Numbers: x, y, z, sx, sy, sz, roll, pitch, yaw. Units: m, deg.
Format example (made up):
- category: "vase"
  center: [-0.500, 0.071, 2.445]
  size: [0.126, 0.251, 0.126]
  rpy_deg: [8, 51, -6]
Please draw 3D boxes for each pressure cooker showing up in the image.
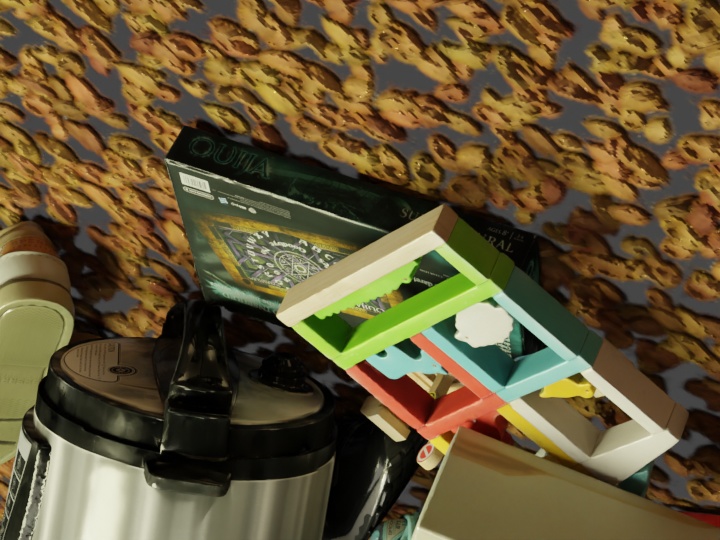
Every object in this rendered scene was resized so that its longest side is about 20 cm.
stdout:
- category: "pressure cooker"
  center: [-0.102, 0.117, 1.526]
  size: [0.176, 0.178, 0.200]
  rpy_deg: [22, 109, 39]

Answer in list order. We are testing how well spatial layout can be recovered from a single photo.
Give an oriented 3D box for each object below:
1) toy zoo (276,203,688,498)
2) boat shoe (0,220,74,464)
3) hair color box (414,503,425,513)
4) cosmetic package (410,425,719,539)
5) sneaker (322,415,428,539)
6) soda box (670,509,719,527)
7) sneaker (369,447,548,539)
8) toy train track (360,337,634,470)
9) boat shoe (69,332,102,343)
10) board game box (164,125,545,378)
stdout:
- category: "toy zoo"
  center: [0.071, 0.056, 1.358]
  size: [0.200, 0.020, 0.131]
  rpy_deg: [40, 141, -19]
- category: "boat shoe"
  center: [-0.219, 0.050, 1.630]
  size: [0.075, 0.069, 0.200]
  rpy_deg: [12, 139, -26]
- category: "hair color box"
  center: [0.062, 0.194, 1.653]
  size: [0.100, 0.061, 0.200]
  rpy_deg: [31, 152, -3]
- category: "cosmetic package"
  center: [0.121, 0.166, 1.386]
  size: [0.200, 0.071, 0.105]
  rpy_deg: [23, 142, 3]
- category: "sneaker"
  center: [-0.022, 0.120, 1.602]
  size: [0.087, 0.076, 0.200]
  rpy_deg: [35, 152, 3]
- category: "soda box"
  center: [0.200, 0.177, 1.489]
  size: [0.200, 0.070, 0.063]
  rpy_deg: [3, 142, 39]
- category: "sneaker"
  center: [0.050, 0.161, 1.512]
  size: [0.086, 0.078, 0.200]
  rpy_deg: [36, 109, -1]
- category: "toy train track"
  center: [0.064, 0.070, 1.421]
  size: [0.115, 0.033, 0.200]
  rpy_deg: [41, 148, -22]
- category: "boat shoe"
  center: [-0.127, 0.123, 1.681]
  size: [0.200, 0.070, 0.070]
  rpy_deg: [53, 174, -2]
- category: "board game box"
  center: [0.000, 0.000, 1.429]
  size: [0.200, 0.028, 0.135]
  rpy_deg: [19, 150, 18]
